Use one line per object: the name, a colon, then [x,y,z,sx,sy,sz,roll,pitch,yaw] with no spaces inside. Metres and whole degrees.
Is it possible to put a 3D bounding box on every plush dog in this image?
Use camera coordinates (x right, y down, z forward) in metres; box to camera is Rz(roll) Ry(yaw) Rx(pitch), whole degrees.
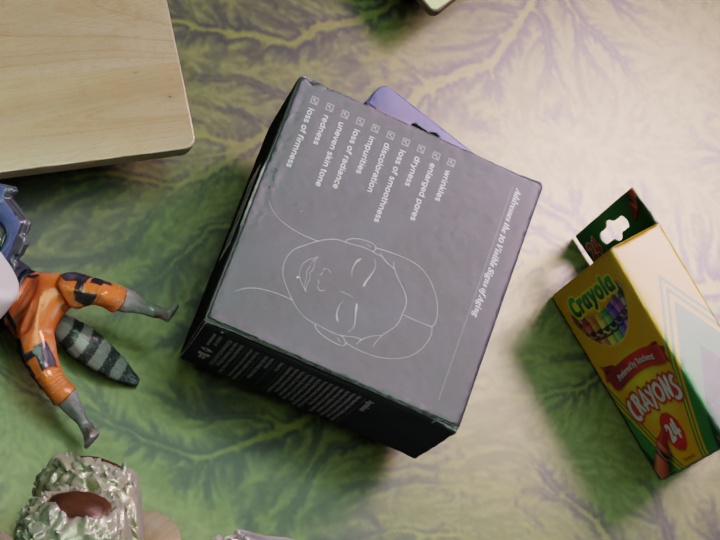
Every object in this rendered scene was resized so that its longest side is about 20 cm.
plush dog: [-0.223,0.212,1.460,0.170,0.200,0.162,-7,97,-2]

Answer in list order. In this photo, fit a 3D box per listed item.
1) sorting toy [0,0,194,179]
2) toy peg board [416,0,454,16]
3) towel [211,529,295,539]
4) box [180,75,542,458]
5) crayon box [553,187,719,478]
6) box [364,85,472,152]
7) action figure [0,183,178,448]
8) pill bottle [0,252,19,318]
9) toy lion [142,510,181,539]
sorting toy: [-0.242,-0.162,1.687,0.198,0.070,0.201,-8,76,-19]
toy peg board: [0.067,-0.332,1.832,0.199,0.098,0.200,-39,87,-7]
towel: [-0.038,0.275,1.556,0.032,0.200,0.193,-17,77,13]
box: [0.000,0.000,1.648,0.195,0.124,0.201,23,71,-6]
crayon box: [0.219,0.050,1.730,0.051,0.127,0.201,-27,82,-22]
box: [0.013,-0.042,1.748,0.121,0.032,0.201,37,66,-3]
action figure: [-0.255,0.049,1.625,0.193,0.105,0.201,32,93,2]
pill bottle: [-0.333,0.051,1.532,0.114,0.114,0.200,42,100,-1]
toy lion: [-0.167,0.267,1.540,0.198,0.069,0.192,-12,51,-19]
